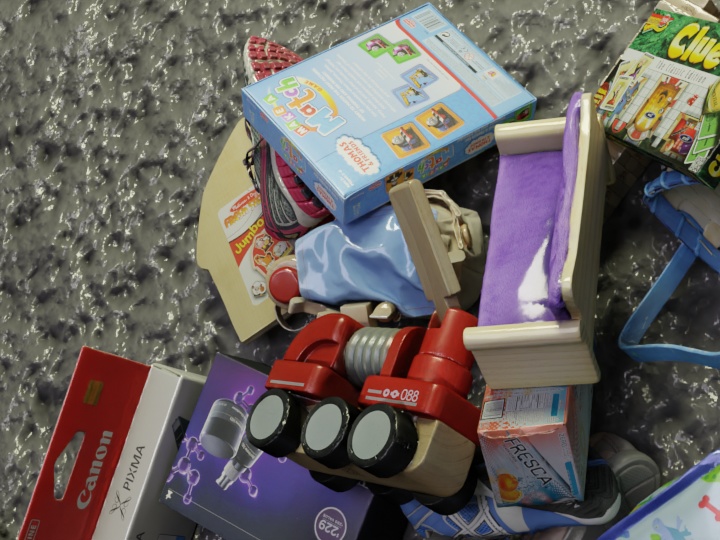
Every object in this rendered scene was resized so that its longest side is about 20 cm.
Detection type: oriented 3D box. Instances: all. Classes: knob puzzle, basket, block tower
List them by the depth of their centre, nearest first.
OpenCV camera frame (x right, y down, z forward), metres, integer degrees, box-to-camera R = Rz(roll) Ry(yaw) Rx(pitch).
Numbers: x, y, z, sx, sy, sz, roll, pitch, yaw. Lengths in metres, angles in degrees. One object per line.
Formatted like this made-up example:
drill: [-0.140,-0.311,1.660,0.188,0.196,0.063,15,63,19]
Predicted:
basket: [0.268,-0.020,0.933,0.201,0.139,0.176,-50,12,-9]
block tower: [0.216,-0.126,1.071,0.054,0.058,0.201,40,100,33]
knob puzzle: [-0.067,-0.059,1.237,0.217,0.030,0.223,-10,70,28]

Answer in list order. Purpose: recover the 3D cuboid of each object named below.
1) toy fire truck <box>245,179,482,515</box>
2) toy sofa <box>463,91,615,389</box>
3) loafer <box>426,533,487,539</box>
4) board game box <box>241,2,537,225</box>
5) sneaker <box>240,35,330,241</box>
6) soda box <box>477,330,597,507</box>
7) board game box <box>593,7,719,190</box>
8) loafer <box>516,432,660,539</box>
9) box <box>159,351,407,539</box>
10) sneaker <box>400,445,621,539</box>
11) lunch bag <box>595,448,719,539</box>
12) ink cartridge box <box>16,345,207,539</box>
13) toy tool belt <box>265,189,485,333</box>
toy fire truck: [0.015,0.053,0.990,0.175,0.128,0.202,2,64,48]
toy sofa: [0.124,-0.025,0.943,0.082,0.098,0.202,-5,50,22]
loafer: [0.053,0.226,0.996,0.071,0.200,0.063,-34,84,-26]
board game box: [0.023,-0.136,1.132,0.198,0.037,0.151,-27,56,-24]
sneaker: [-0.076,-0.122,1.201,0.075,0.080,0.202,-40,50,38]
soda box: [0.132,0.081,0.985,0.063,0.069,0.201,-7,29,18]
board game box: [0.226,-0.126,0.952,0.105,0.023,0.200,-53,21,5]
loafer: [0.148,0.213,1.023,0.201,0.072,0.063,-54,30,3]
box: [-0.055,0.172,1.143,0.198,0.079,0.143,21,91,33]
sneaker: [0.107,0.166,1.006,0.198,0.076,0.078,1,119,42]
lunch bag: [0.227,0.238,0.918,0.200,0.127,0.171,-41,72,22]
ink cartridge box: [-0.198,0.180,1.166,0.044,0.176,0.203,16,86,33]
toy tool belt: [0.000,0.000,1.100,0.197,0.123,0.127,-9,92,17]
